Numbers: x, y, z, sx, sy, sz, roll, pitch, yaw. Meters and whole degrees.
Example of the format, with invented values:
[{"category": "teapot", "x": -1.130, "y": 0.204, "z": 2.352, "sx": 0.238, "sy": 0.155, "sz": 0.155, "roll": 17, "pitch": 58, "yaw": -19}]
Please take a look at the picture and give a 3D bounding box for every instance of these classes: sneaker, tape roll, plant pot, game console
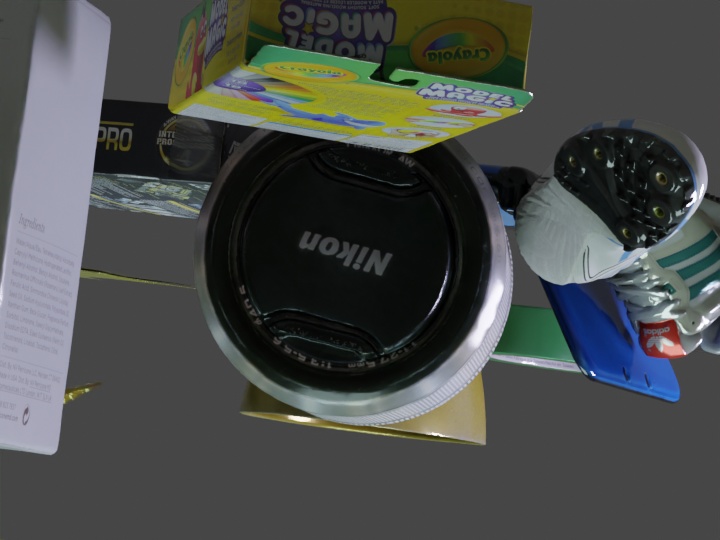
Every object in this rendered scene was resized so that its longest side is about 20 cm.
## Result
[{"category": "sneaker", "x": 0.135, "y": -0.042, "z": 1.476, "sx": 0.072, "sy": 0.072, "sz": 0.200, "roll": -31, "pitch": 178, "yaw": -17}, {"category": "tape roll", "x": 0.191, "y": 0.067, "z": 2.741, "sx": 0.199, "sy": 0.049, "sz": 0.200, "roll": 7, "pitch": 175, "yaw": 1}, {"category": "plant pot", "x": 0.011, "y": 0.057, "z": 2.327, "sx": 0.198, "sy": 0.143, "sz": 0.200, "roll": 8, "pitch": 175, "yaw": 1}, {"category": "game console", "x": 0.093, "y": 0.007, "z": 1.736, "sx": 0.169, "sy": 0.119, "sz": 0.200, "roll": 5, "pitch": 174, "yaw": 23}, {"category": "sneaker", "x": 0.177, "y": 0.002, "z": 1.691, "sx": 0.070, "sy": 0.094, "sz": 0.199, "roll": 4, "pitch": 174, "yaw": 34}]

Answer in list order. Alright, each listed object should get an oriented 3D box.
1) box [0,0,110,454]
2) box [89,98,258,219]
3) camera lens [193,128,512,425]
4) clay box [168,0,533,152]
[{"category": "box", "x": -0.204, "y": -0.029, "z": 1.258, "sx": 0.151, "sy": 0.202, "sz": 0.106, "roll": 6, "pitch": 174, "yaw": 13}, {"category": "box", "x": -0.118, "y": -0.062, "z": 1.672, "sx": 0.160, "sy": 0.050, "sz": 0.200, "roll": 8, "pitch": 176, "yaw": 19}, {"category": "camera lens", "x": 0.000, "y": 0.000, "z": 1.531, "sx": 0.159, "sy": 0.161, "sz": 0.200, "roll": 7, "pitch": 175, "yaw": 5}, {"category": "clay box", "x": -0.005, "y": -0.087, "z": 1.184, "sx": 0.114, "sy": 0.048, "sz": 0.200, "roll": 9, "pitch": 174, "yaw": -13}]
